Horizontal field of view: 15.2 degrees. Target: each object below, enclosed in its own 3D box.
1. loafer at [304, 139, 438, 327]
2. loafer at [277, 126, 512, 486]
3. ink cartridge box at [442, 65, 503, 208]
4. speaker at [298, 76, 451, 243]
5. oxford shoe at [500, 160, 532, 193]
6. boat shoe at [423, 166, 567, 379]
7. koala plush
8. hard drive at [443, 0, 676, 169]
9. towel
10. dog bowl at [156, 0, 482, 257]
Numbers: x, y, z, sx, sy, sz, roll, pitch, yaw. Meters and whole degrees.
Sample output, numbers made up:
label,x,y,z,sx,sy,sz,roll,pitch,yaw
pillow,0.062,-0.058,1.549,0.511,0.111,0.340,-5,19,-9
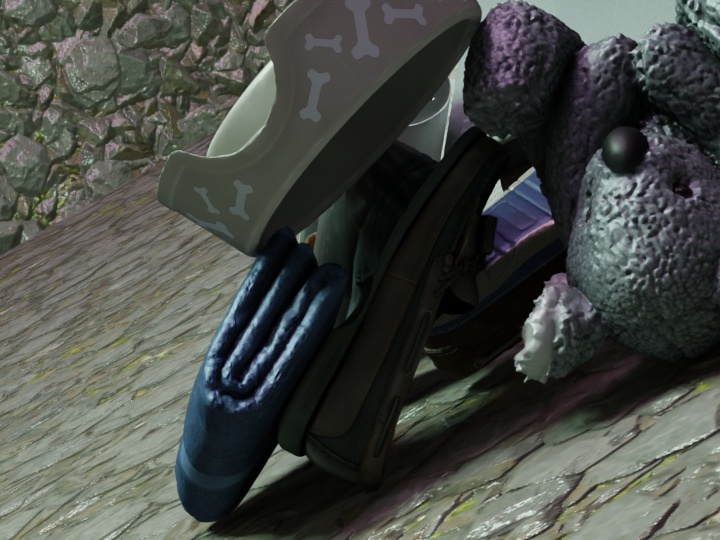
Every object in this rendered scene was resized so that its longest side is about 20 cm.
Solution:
label,x,y,z,sx,sy,sz,roll,pitch,yaw
loafer,0.000,0.000,1.545,0.073,0.072,0.201,-23,-34,-41
loafer,0.032,0.022,1.420,0.201,0.063,0.072,-58,-13,-8
ink cartridge box,0.118,-0.118,1.665,0.200,0.177,0.045,-37,-19,19
speaker,0.005,-0.039,1.617,0.081,0.081,0.201,-35,-32,-35
oxford shoe,0.169,-0.092,1.576,0.199,0.073,0.071,-26,-32,8
boat shoe,0.111,-0.013,1.508,0.199,0.073,0.072,-31,33,-9
koala plush,0.153,-0.027,1.350,0.176,0.184,0.200,-14,34,13
hard drive,0.136,-0.142,1.550,0.199,0.033,0.140,-25,42,41
towel,-0.059,0.061,1.430,0.112,0.048,0.200,-58,-4,-22
dog bowl,-0.016,-0.089,1.388,0.200,0.059,0.200,-45,-8,-8
